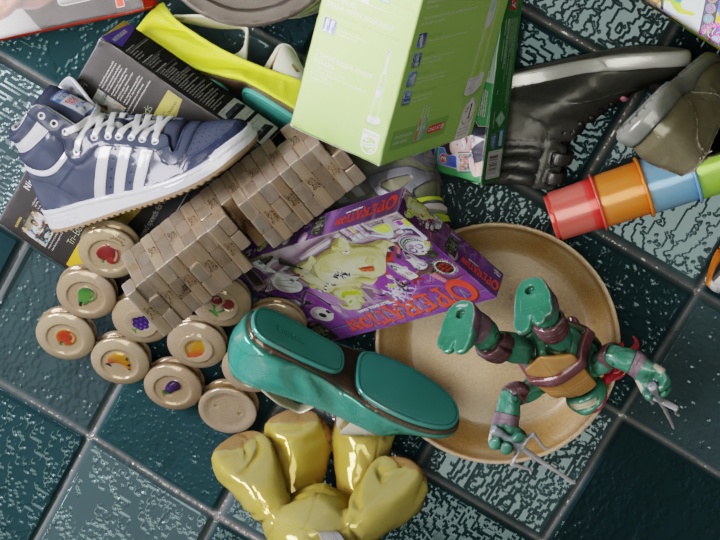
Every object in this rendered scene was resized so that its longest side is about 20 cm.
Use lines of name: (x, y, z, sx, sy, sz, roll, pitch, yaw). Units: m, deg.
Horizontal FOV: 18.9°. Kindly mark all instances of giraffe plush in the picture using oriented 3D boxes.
giraffe plush: (-0.031, 0.232, 1.774, 0.173, 0.200, 0.162, -3, 132, -5)

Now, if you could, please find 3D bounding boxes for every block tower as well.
block tower: (-0.096, -0.038, 1.681, 0.200, 0.058, 0.054, -38, 124, 3)

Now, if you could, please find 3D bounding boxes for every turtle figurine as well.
turtle figurine: (0.154, 0.082, 1.694, 0.150, 0.101, 0.200, -34, 133, 16)

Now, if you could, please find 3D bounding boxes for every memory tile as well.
memory tile: (-0.156, 0.049, 1.769, 0.200, 0.017, 0.153, 25, 127, -11)

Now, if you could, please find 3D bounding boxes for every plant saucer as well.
plant saucer: (0.113, 0.058, 1.780, 0.200, 0.035, 0.200, 1, 99, 6)

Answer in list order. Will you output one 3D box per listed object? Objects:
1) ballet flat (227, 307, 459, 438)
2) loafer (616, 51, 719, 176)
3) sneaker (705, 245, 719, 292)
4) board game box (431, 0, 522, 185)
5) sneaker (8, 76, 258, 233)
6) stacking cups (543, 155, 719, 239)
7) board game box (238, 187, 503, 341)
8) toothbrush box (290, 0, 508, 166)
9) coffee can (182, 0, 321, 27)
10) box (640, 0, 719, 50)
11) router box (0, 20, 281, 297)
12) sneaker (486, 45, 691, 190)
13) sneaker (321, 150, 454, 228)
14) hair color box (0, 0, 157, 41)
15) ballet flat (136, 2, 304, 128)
ballet flat: (-0.019, 0.094, 1.746, 0.200, 0.067, 0.070, 25, 132, -15)
loafer: (0.253, -0.111, 1.660, 0.070, 0.200, 0.075, 47, 119, 4)
sneaker: (0.373, -0.035, 1.727, 0.092, 0.076, 0.200, 42, 107, -9)
board game box: (0.060, -0.181, 1.711, 0.135, 0.029, 0.200, 19, 111, 35)
sneaker: (-0.183, -0.106, 1.675, 0.200, 0.070, 0.109, -18, 108, 27)
stacking cups: (0.244, -0.076, 1.723, 0.200, 0.061, 0.061, -16, 96, 3)
board game box: (0.000, 0.000, 1.707, 0.200, 0.032, 0.120, -17, 138, 44)
toothbrush box: (0.040, -0.193, 1.608, 0.086, 0.146, 0.200, 27, 116, 23)
coffee can: (-0.072, -0.264, 1.671, 0.146, 0.200, 0.146, 1, 98, 6)
box: (0.241, -0.257, 1.638, 0.193, 0.200, 0.122, 33, 99, 0)
router box: (-0.181, -0.076, 1.757, 0.157, 0.052, 0.200, 35, 118, 0)
sneaker: (0.173, -0.120, 1.733, 0.200, 0.071, 0.099, -12, 96, 14)
sneaker: (-0.015, -0.062, 1.743, 0.200, 0.074, 0.081, -4, 84, 30)
hair color box: (-0.276, -0.242, 1.767, 0.200, 0.061, 0.102, -12, 98, 9)
ballet flat: (-0.091, -0.162, 1.761, 0.200, 0.067, 0.067, 23, 79, 4)
